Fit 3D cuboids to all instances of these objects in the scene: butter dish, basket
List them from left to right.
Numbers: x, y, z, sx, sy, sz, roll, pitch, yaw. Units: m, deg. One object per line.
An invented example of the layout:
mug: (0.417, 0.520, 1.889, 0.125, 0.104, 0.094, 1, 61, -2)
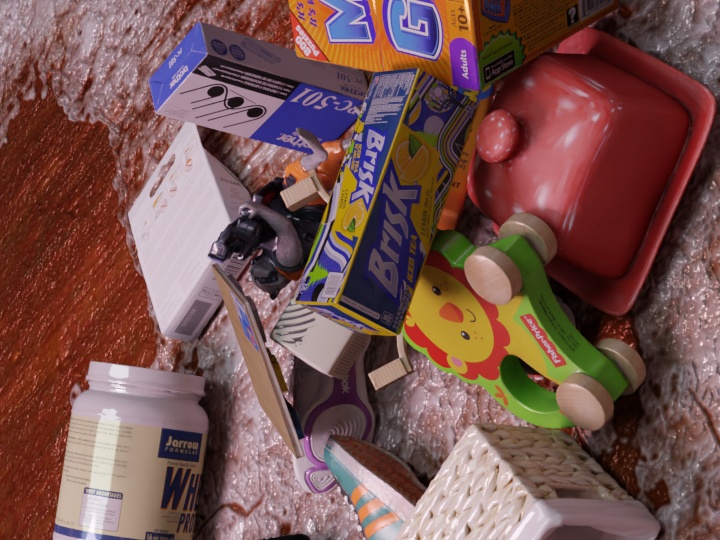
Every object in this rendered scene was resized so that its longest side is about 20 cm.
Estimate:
basket: (0.114, 0.228, 1.451, 0.201, 0.135, 0.124, -58, 46, 23)
butter dish: (0.156, -0.094, 1.477, 0.199, 0.147, 0.201, 38, 110, 48)

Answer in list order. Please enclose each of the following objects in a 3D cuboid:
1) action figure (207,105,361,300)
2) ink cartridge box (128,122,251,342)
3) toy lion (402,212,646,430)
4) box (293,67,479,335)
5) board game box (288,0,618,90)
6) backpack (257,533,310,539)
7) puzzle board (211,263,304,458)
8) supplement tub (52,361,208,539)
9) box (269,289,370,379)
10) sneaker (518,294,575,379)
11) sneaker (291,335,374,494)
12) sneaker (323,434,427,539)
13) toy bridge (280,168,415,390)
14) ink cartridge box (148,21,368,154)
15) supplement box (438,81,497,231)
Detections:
action figure: (-0.063, -0.050, 1.762, 0.104, 0.200, 0.194, 31, 121, 5)
ink cartridge box: (-0.181, -0.047, 1.983, 0.162, 0.050, 0.201, -54, 36, 29)
toy lion: (0.106, 0.045, 1.482, 0.200, 0.069, 0.191, 53, 147, -9)
box: (0.021, -0.053, 1.443, 0.064, 0.070, 0.201, 2, 69, 55)
board game box: (0.070, -0.288, 1.504, 0.199, 0.200, 0.201, 16, 125, 39)
backpack: (-0.136, 0.324, 1.739, 0.200, 0.166, 0.127, -26, 66, 52)
puzzle board: (-0.094, 0.079, 1.705, 0.200, 0.017, 0.152, -143, 34, -74)
supplement tub: (-0.234, 0.201, 1.896, 0.145, 0.144, 0.201, 2, 82, 52)
box: (0.003, -0.005, 1.646, 0.068, 0.082, 0.201, 31, 88, 11)
sneaker: (0.098, 0.041, 1.567, 0.200, 0.082, 0.078, 19, 96, 52)
sneaker: (-0.028, 0.110, 1.737, 0.100, 0.074, 0.201, -177, 95, -75)
sneaker: (0.023, 0.220, 1.622, 0.200, 0.071, 0.080, 39, 110, 44)
toy bridge: (0.000, 0.000, 1.590, 0.067, 0.027, 0.201, -27, 79, 6)
ink cartridge box: (-0.095, -0.172, 1.769, 0.094, 0.199, 0.044, -42, 50, 37)
supplement box: (0.075, -0.123, 1.589, 0.069, 0.066, 0.201, 99, -174, -61)
